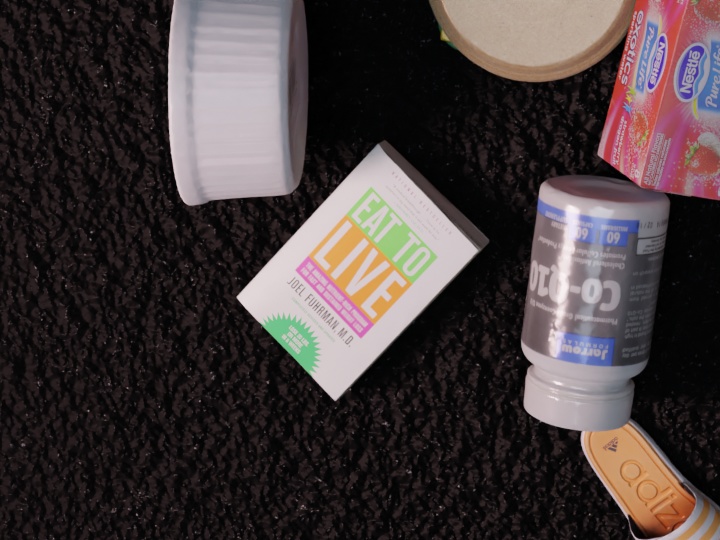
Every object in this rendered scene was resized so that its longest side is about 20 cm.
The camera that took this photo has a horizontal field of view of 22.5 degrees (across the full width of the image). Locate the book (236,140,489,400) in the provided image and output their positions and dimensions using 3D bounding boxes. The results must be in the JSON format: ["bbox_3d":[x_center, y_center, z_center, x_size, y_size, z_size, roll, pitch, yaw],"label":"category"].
[{"bbox_3d":[0.000,0.000,1.630,0.134,0.048,0.200,44,110,3],"label":"book"}]

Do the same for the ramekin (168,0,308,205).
[{"bbox_3d":[-0.099,-0.156,1.535,0.096,0.201,0.203,2,104,4],"label":"ramekin"}]

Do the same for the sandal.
[{"bbox_3d":[0.268,0.219,1.613,0.079,0.059,0.207,-42,92,18],"label":"sandal"}]

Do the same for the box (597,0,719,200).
[{"bbox_3d":[0.275,-0.169,1.483,0.094,0.100,0.202,8,107,-17],"label":"box"}]

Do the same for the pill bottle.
[{"bbox_3d":[0.198,0.028,1.554,0.112,0.114,0.202,8,105,10],"label":"pill bottle"}]

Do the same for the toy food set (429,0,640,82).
[{"bbox_3d":[0.147,-0.262,1.530,0.196,0.049,0.202,12,106,9],"label":"toy food set"}]
